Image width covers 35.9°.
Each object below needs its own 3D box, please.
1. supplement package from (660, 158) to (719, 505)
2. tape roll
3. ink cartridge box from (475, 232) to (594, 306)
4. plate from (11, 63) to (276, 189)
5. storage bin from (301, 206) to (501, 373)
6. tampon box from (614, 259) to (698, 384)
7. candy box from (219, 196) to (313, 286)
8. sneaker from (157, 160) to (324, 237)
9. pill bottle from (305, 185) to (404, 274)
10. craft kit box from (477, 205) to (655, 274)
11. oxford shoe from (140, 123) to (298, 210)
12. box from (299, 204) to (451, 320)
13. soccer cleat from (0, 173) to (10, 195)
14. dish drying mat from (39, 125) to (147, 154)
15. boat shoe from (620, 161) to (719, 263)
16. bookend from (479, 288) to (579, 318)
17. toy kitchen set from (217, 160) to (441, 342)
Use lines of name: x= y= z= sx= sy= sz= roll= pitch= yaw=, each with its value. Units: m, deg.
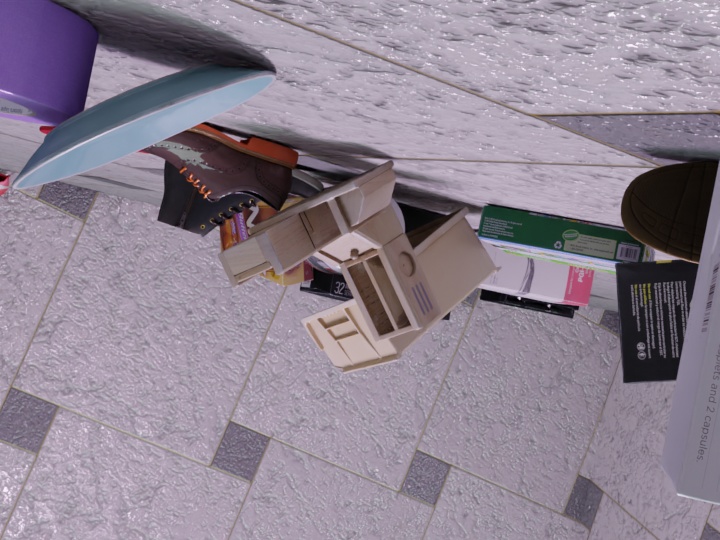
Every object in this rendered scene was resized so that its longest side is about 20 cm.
supplement package: x=0.236 y=0.025 z=0.590 sx=0.109 sy=0.204 sz=0.156 roll=11 pitch=178 yaw=13
tape roll: x=-0.280 y=-0.153 z=0.746 sx=0.196 sy=0.067 sz=0.200 roll=12 pitch=178 yaw=0
ink cartridge box: x=0.253 y=-0.003 z=1.775 sx=0.196 sy=0.084 sz=0.146 roll=12 pitch=179 yaw=-14
plate: x=-0.152 y=-0.106 z=0.773 sx=0.197 sy=0.026 sz=0.200 roll=-23 pitch=-175 yaw=2
storage bin: x=0.048 y=0.030 z=1.437 sx=0.094 sy=0.199 sz=0.198 roll=54 pitch=154 yaw=-7
tampon box: x=0.381 y=0.052 z=1.196 sx=0.196 sy=0.129 sz=0.150 roll=-4 pitch=175 yaw=15
candy box: x=-0.142 y=-0.059 z=1.623 sx=0.056 sy=0.119 sz=0.199 roll=-12 pitch=-161 yaw=-32
sneaker: x=-0.148 y=-0.086 z=1.370 sx=0.196 sy=0.108 sz=0.075 roll=12 pitch=178 yaw=-3
pill bottle: x=-0.015 y=-0.052 z=1.412 sx=0.114 sy=0.118 sz=0.200 roll=12 pitch=179 yaw=-13
craft kit box: x=0.262 y=-0.033 z=1.387 sx=0.197 sy=0.049 sz=0.197 roll=12 pitch=176 yaw=18
oxford shoe: x=-0.164 y=-0.113 z=1.163 sx=0.196 sy=0.074 sz=0.071 roll=12 pitch=178 yaw=-13
box: x=0.033 y=-0.019 z=1.614 sx=0.197 sy=0.151 sz=0.124 roll=12 pitch=177 yaw=-25
soccer cleat: x=-1.047 y=-0.267 z=3.012 sx=0.198 sy=0.077 sz=0.067 roll=25 pitch=-142 yaw=-21
dish drying mat: x=-0.344 y=-0.172 z=1.469 sx=0.198 sy=0.019 sz=0.076 roll=10 pitch=179 yaw=44
boat shoe: x=0.278 y=-0.029 z=0.757 sx=0.197 sy=0.075 sz=0.065 roll=11 pitch=173 yaw=33
bookend: x=0.348 y=0.031 z=2.133 sx=0.196 sy=0.094 sz=0.199 roll=11 pitch=178 yaw=-5
toy kitchen set: x=0.000 y=0.000 z=1.152 sx=0.162 sy=0.183 sz=0.199 roll=-21 pitch=-172 yaw=41
